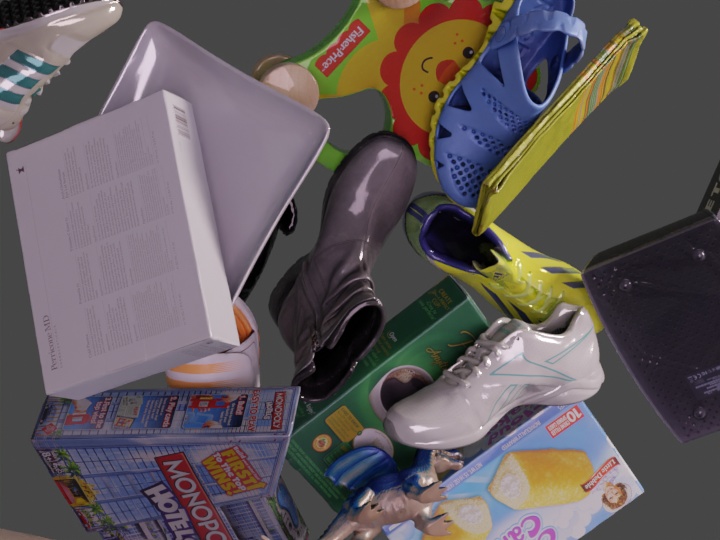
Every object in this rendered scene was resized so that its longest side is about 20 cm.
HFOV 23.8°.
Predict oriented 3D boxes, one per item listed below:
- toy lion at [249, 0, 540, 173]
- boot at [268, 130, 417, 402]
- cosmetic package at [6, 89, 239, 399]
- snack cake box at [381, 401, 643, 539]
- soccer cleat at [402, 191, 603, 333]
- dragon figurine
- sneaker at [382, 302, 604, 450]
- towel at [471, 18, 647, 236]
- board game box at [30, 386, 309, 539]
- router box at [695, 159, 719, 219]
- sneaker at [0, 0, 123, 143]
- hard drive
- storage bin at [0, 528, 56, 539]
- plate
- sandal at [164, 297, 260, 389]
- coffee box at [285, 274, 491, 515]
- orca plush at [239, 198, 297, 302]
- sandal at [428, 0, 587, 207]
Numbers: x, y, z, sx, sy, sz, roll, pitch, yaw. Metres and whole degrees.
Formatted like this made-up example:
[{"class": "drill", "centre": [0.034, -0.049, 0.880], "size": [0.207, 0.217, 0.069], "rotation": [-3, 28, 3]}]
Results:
[{"class": "toy lion", "centre": [0.039, -0.153, 1.385], "size": [0.200, 0.069, 0.192], "rotation": [-45, 110, 2]}, {"class": "boot", "centre": [0.000, 0.000, 1.348], "size": [0.070, 0.132, 0.201], "rotation": [18, 111, -22]}, {"class": "cosmetic package", "centre": [-0.184, -0.018, 1.311], "size": [0.150, 0.052, 0.201], "rotation": [-18, 74, 20]}, {"class": "snack cake box", "centre": [0.124, 0.193, 1.449], "size": [0.200, 0.067, 0.115], "rotation": [-36, 102, 0]}, {"class": "soccer cleat", "centre": [0.121, 0.003, 1.406], "size": [0.200, 0.084, 0.065], "rotation": [31, 95, -11]}, {"class": "dragon figurine", "centre": [0.009, 0.179, 1.359], "size": [0.199, 0.099, 0.059], "rotation": [-21, 116, -13]}, {"class": "sneaker", "centre": [0.103, 0.081, 1.367], "size": [0.199, 0.070, 0.081], "rotation": [-20, 120, -23]}, {"class": "towel", "centre": [0.158, -0.112, 1.358], "size": [0.018, 0.086, 0.200], "rotation": [37, 68, 16]}, {"class": "board game box", "centre": [-0.124, 0.167, 1.351], "size": [0.199, 0.062, 0.201], "rotation": [-13, 124, 17]}, {"class": "router box", "centre": [0.377, -0.059, 1.444], "size": [0.157, 0.052, 0.201], "rotation": [21, 97, -9]}, {"class": "sneaker", "centre": [-0.272, -0.157, 1.344], "size": [0.199, 0.070, 0.094], "rotation": [-23, 120, -5]}, {"class": "hard drive", "centre": [0.279, 0.045, 1.418], "size": [0.134, 0.042, 0.200], "rotation": [-23, 119, 21]}, {"class": "storage bin", "centre": [-0.241, 0.322, 1.381], "size": [0.199, 0.094, 0.199], "rotation": [14, 120, -9]}, {"class": "plate", "centre": [-0.136, -0.068, 1.343], "size": [0.200, 0.032, 0.200], "rotation": [32, 97, 27]}, {"class": "sandal", "centre": [-0.114, 0.111, 1.384], "size": [0.079, 0.059, 0.208], "rotation": [-8, 117, -4]}, {"class": "coffee box", "centre": [0.032, 0.108, 1.415], "size": [0.200, 0.044, 0.123], "rotation": [-39, 126, 2]}, {"class": "orca plush", "centre": [-0.113, -0.024, 1.377], "size": [0.105, 0.071, 0.201], "rotation": [29, 95, -11]}, {"class": "sandal", "centre": [0.117, -0.140, 1.340], "size": [0.079, 0.087, 0.201], "rotation": [15, 105, -26]}]
